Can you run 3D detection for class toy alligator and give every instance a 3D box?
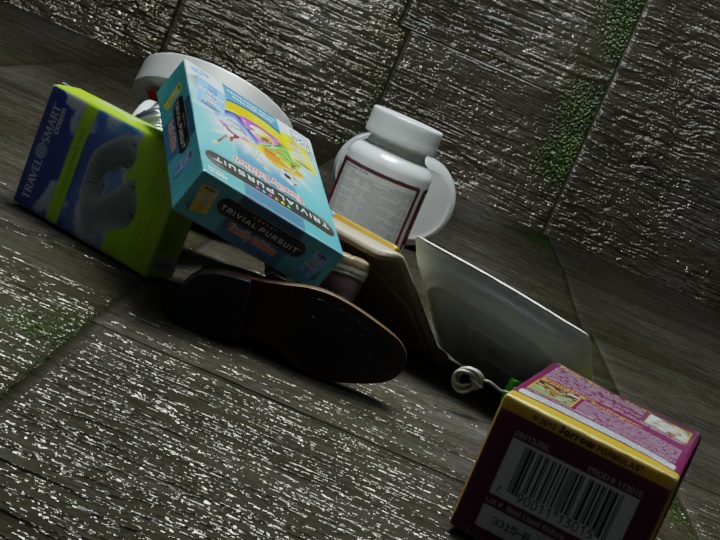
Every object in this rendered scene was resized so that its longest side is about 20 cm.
[{"bbox_3d":[0.171,0.124,1.368,0.199,0.060,0.054,22,9,-10],"label":"toy alligator"}]

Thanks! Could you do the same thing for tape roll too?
[{"bbox_3d":[-0.175,-0.187,1.757,0.201,0.037,0.203,22,-17,7],"label":"tape roll"}]

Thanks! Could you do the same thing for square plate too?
[{"bbox_3d":[0.137,0.070,1.431,0.197,0.028,0.201,32,-21,26],"label":"square plate"}]

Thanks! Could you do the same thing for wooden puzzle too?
[{"bbox_3d":[0.000,0.000,1.478,0.184,0.037,0.200,30,-20,36],"label":"wooden puzzle"}]

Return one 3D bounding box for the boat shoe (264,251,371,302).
[{"bbox_3d":[-0.053,0.015,1.431,0.072,0.065,0.200,24,-11,-23],"label":"boat shoe"}]

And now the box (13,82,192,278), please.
[{"bbox_3d":[-0.239,-0.089,1.378,0.199,0.123,0.048,27,11,26],"label":"box"}]

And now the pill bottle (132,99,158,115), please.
[{"bbox_3d":[-0.175,-0.108,1.690,0.199,0.112,0.111,24,9,2],"label":"pill bottle"}]

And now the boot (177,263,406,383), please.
[{"bbox_3d":[-0.056,0.036,1.266,0.198,0.075,0.097,20,12,-7],"label":"boot"}]

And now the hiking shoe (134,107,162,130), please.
[{"bbox_3d":[-0.152,-0.075,1.472,0.199,0.076,0.101,28,36,-29],"label":"hiking shoe"}]

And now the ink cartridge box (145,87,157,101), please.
[{"bbox_3d":[-0.190,-0.136,1.786,0.161,0.050,0.200,24,-14,2],"label":"ink cartridge box"}]

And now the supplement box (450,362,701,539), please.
[{"bbox_3d":[0.159,0.147,1.058,0.130,0.104,0.200,25,10,16],"label":"supplement box"}]

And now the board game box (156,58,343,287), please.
[{"bbox_3d":[-0.100,-0.087,1.301,0.150,0.047,0.201,31,23,-29],"label":"board game box"}]

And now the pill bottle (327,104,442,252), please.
[{"bbox_3d":[0.020,-0.089,1.780,0.109,0.201,0.110,22,8,-4],"label":"pill bottle"}]

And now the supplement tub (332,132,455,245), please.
[{"bbox_3d":[0.048,-0.131,2.295,0.139,0.141,0.200,18,10,-28],"label":"supplement tub"}]
